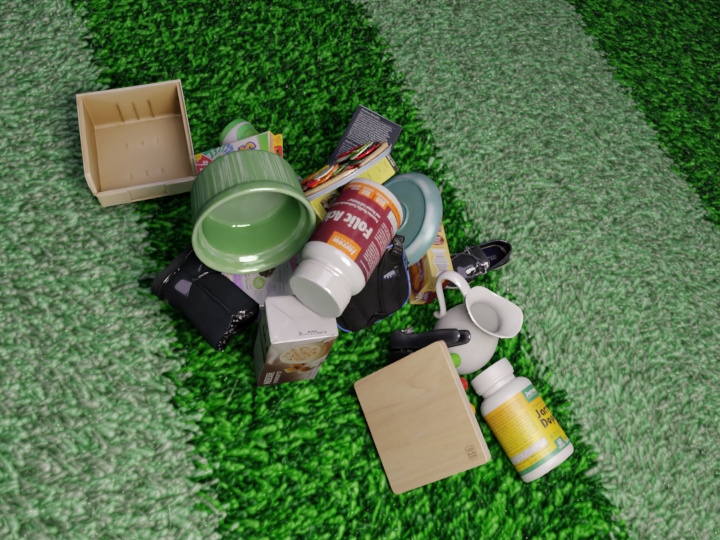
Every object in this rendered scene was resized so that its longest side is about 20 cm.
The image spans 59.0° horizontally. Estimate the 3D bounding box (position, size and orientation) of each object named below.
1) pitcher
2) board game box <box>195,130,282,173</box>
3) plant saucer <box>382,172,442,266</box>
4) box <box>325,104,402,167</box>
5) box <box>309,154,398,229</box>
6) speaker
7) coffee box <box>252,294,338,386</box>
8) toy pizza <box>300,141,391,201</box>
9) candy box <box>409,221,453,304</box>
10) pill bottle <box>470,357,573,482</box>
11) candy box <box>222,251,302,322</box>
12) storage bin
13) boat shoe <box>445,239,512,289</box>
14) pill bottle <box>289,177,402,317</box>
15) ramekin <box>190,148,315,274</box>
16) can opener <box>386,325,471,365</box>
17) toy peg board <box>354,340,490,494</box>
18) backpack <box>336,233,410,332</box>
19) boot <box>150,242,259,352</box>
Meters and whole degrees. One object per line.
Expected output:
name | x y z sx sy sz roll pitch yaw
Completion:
pitcher | 0.187 0.096 1.181 0.171 0.201 0.121 43 59 10
board game box | -0.239 -0.202 1.238 0.195 0.030 0.098 -12 70 18
plant saucer | 0.075 -0.103 1.266 0.027 0.198 0.205 20 51 -46
box | -0.010 -0.207 1.314 0.105 0.149 0.203 26 57 -2
box | -0.022 -0.140 1.138 0.199 0.075 0.051 -40 96 -29
speaker | -0.200 -0.214 1.297 0.088 0.089 0.200 -37 78 -30
coffee box | -0.116 0.119 1.074 0.111 0.201 0.082 -4 63 -20
toy pizza | -0.035 -0.178 1.102 0.199 0.198 0.032 -39 107 -30
candy box | 0.125 -0.050 1.289 0.055 0.117 0.205 0 63 -21
pill bottle | 0.291 0.270 1.172 0.111 0.113 0.203 -23 71 -26
candy box | -0.202 0.004 1.186 0.194 0.072 0.172 6 61 -13
storage bin | -0.423 -0.242 1.218 0.194 0.094 0.203 -12 66 -12
boat shoe | 0.240 -0.018 1.343 0.196 0.063 0.076 -19 71 -24
pill bottle | -0.023 -0.036 0.998 0.113 0.115 0.202 31 63 2
ramekin | -0.176 -0.094 1.009 0.194 0.202 0.099 -7 55 -20
can opener | 0.123 0.131 1.155 0.062 0.198 0.081 0 76 -42
toy peg board | 0.119 0.247 1.099 0.097 0.198 0.204 -5 68 -54
backpack | 0.000 0.000 1.171 0.179 0.202 0.149 -23 50 -1
boot | -0.231 0.019 1.081 0.167 0.077 0.201 36 63 8
